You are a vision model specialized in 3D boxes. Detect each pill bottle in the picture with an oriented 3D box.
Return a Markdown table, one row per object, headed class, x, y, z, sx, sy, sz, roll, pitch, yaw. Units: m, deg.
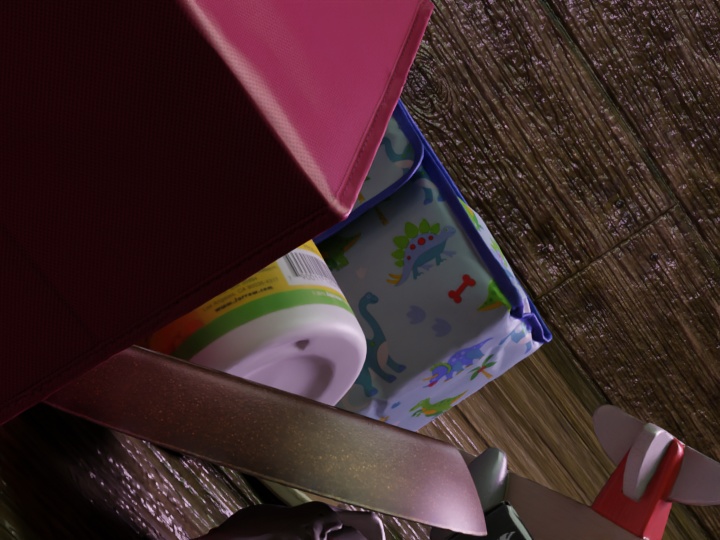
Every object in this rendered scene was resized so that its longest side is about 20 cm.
| class | x | y | z | sx | sy | sz | roll | pitch | yaw |
| --- | --- | --- | --- | --- | --- | --- | --- | --- | --- |
| pill bottle | -0.087 | -0.014 | 0.872 | 0.201 | 0.111 | 0.111 | 60 | 10 | 29 |

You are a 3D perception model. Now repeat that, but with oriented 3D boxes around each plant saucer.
| class | x | y | z | sx | sy | sz | roll | pitch | yaw |
| --- | --- | --- | --- | --- | --- | --- | --- | --- | --- |
| plant saucer | -0.038 | 0.065 | 0.704 | 0.199 | 0.035 | 0.200 | 18 | -5 | 1 |

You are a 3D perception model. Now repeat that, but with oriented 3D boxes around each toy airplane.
| class | x | y | z | sx | sy | sz | roll | pitch | yaw |
| --- | --- | --- | --- | --- | --- | --- | --- | --- | --- |
| toy airplane | 0.135 | 0.178 | 0.990 | 0.141 | 0.199 | 0.200 | -9 | 78 | -56 |

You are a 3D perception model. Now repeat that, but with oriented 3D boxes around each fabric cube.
| class | x | y | z | sx | sy | sz | roll | pitch | yaw |
| --- | --- | --- | --- | --- | --- | --- | --- | --- | --- |
| fabric cube | -0.120 | -0.089 | 0.576 | 0.200 | 0.199 | 0.196 | 52 | 23 | -17 |

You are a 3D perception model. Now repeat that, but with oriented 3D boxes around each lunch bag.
| class | x | y | z | sx | sy | sz | roll | pitch | yaw |
| --- | --- | --- | --- | --- | --- | --- | --- | --- | --- |
| lunch bag | 0.000 | 0.000 | 1.106 | 0.201 | 0.170 | 0.127 | 60 | 6 | 24 |

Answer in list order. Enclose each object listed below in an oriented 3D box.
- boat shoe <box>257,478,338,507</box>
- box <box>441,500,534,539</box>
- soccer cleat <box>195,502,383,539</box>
| class | x | y | z | sx | sy | sz | roll | pitch | yaw |
| --- | --- | --- | --- | --- | --- | --- | --- | --- | --- |
| boat shoe | -0.061 | 0.046 | 0.951 | 0.201 | 0.063 | 0.073 | 57 | 9 | 13 |
| box | 0.092 | 0.233 | 0.901 | 0.201 | 0.048 | 0.158 | 57 | -22 | 11 |
| soccer cleat | -0.033 | 0.128 | 0.669 | 0.200 | 0.077 | 0.070 | -49 | 124 | -82 |
